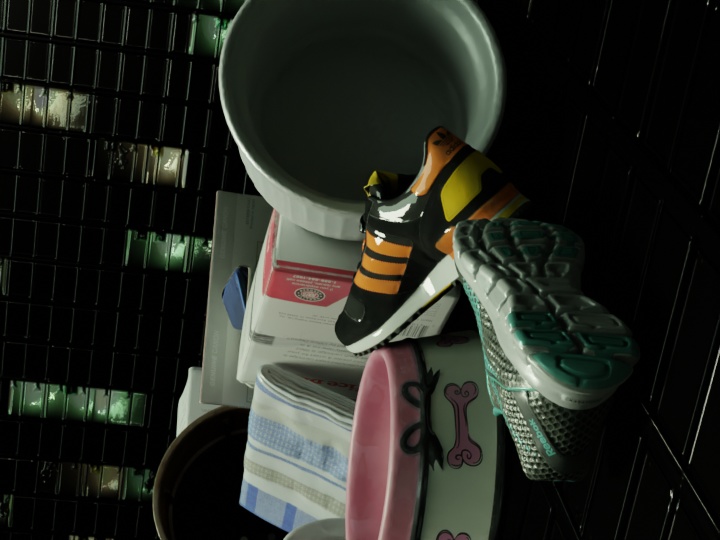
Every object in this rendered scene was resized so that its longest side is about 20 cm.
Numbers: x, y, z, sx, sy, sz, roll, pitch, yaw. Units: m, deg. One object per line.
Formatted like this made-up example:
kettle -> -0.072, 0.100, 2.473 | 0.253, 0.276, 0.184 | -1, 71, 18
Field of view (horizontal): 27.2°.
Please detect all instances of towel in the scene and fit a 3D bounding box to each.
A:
towel -> -0.032, 0.169, 1.239 | 0.024, 0.146, 0.201 | -56, -14, -41

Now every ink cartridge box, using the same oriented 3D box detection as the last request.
ink cartridge box -> -0.012, 0.025, 1.178 | 0.200, 0.145, 0.085 | 112, 165, -57
ink cartridge box -> -0.048, 0.036, 1.300 | 0.045, 0.175, 0.201 | 116, 158, -66

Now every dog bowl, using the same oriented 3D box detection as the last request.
dog bowl -> 0.039, 0.137, 1.016 | 0.200, 0.073, 0.202 | -173, 90, -81

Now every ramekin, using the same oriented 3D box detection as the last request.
ramekin -> 0.000, -0.119, 1.066 | 0.098, 0.199, 0.202 | 101, 172, -72

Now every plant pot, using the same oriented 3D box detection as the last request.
plant pot -> -0.104, 0.261, 1.505 | 0.199, 0.199, 0.201 | 98, 174, -62

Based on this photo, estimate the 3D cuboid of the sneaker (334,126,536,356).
sneaker -> 0.029, -0.021, 0.974 | 0.070, 0.090, 0.200 | -38, -3, -41

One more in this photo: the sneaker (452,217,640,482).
sneaker -> 0.087, 0.038, 0.792 | 0.200, 0.077, 0.092 | -99, 13, -63

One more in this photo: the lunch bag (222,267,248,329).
lunch bag -> -0.071, 0.077, 1.575 | 0.200, 0.131, 0.137 | 118, 141, -64

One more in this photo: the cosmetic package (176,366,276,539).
cosmetic package -> -0.130, 0.232, 1.716 | 0.167, 0.165, 0.201 | 120, 154, -68

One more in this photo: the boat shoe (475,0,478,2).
boat shoe -> 0.057, -0.208, 1.148 | 0.075, 0.066, 0.201 | -104, 21, -64

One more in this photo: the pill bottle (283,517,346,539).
pill bottle -> -0.027, 0.307, 1.184 | 0.114, 0.113, 0.201 | -99, 18, -58
